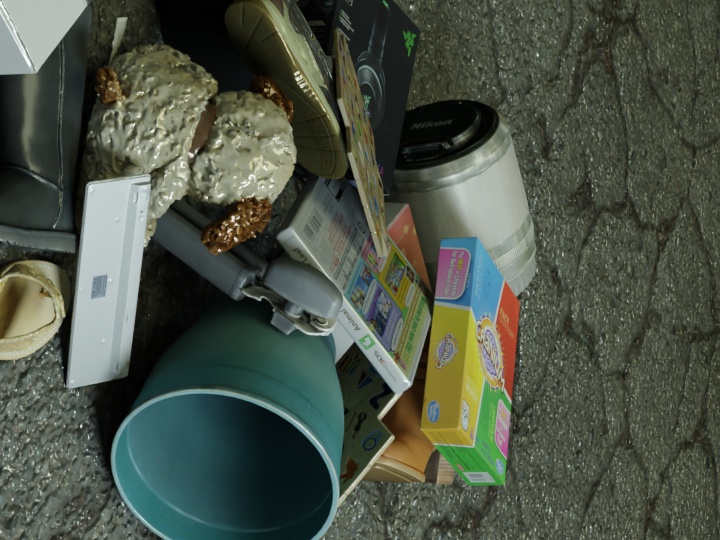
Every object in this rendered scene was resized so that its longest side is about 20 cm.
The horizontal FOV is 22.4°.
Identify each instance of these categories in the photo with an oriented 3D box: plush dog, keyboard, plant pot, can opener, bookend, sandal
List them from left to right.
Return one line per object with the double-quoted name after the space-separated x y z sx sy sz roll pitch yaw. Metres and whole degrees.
-0.269 0.035 1.414 0.211 0.069 0.078 -10 99 -60 "sandal"
-0.207 0.011 1.486 0.056 0.011 0.201 -7 126 -26 "keyboard"
-0.136 -0.110 1.501 0.161 0.170 0.202 108 -4 -66 "plush dog"
-0.100 0.121 1.610 0.189 0.198 0.201 -74 150 -51 "plant pot"
-0.097 -0.011 1.591 0.053 0.199 0.067 -24 145 -57 "can opener"
-0.094 -0.242 1.695 0.199 0.091 0.202 -41 126 -53 "bookend"

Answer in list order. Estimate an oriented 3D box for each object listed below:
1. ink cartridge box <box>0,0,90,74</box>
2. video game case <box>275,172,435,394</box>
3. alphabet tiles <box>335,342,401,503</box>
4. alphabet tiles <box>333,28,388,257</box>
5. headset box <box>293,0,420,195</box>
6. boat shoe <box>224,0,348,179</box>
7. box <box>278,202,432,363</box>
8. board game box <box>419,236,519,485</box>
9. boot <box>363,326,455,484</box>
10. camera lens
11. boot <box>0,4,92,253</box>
-0.263 -0.235 1.341 0.201 0.144 0.084 -62 141 -39 "ink cartridge box"
0.000 0.000 1.681 0.183 0.022 0.200 53 20 -12 "video game case"
-0.046 0.165 1.680 0.006 0.166 0.200 38 94 -35 "alphabet tiles"
0.000 -0.116 1.681 0.201 0.006 0.167 72 9 -45 "alphabet tiles"
-0.027 -0.200 1.817 0.174 0.092 0.202 39 57 -55 "headset box"
-0.051 -0.172 1.608 0.066 0.071 0.202 -56 133 -34 "boat shoe"
-0.002 0.054 1.855 0.152 0.105 0.201 -52 134 -47 "box"
0.110 0.091 1.787 0.153 0.040 0.202 51 41 -56 "board game box"
0.048 0.127 1.763 0.199 0.076 0.157 12 80 -58 "boot"
0.101 -0.073 1.980 0.160 0.159 0.201 -53 135 -46 "camera lens"
-0.271 -0.120 1.408 0.165 0.065 0.202 9 86 -69 "boot"
